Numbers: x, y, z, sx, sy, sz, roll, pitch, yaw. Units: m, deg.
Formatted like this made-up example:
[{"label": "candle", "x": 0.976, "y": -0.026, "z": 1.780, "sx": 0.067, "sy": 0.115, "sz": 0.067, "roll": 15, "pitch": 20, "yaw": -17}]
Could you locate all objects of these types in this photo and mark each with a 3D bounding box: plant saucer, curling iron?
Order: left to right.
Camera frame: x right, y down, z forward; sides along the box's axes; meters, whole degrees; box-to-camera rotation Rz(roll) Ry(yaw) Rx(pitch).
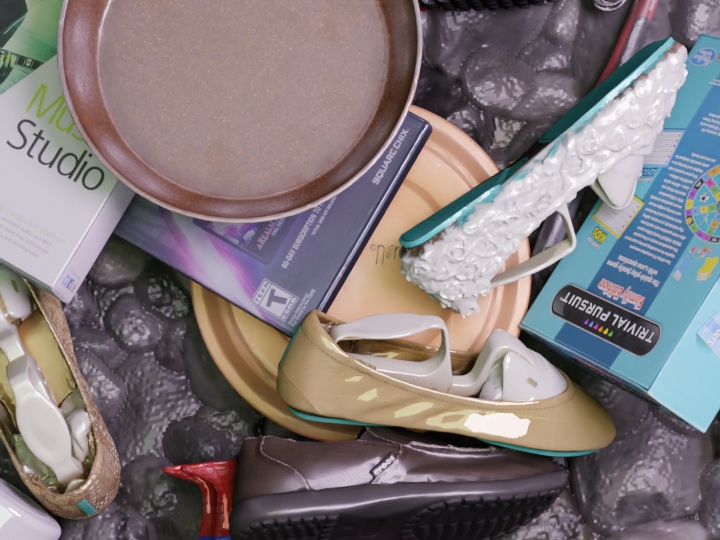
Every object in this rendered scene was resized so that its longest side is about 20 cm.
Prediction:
[{"label": "plant saucer", "x": -0.065, "y": -0.121, "z": 1.209, "sx": 0.198, "sy": 0.035, "sz": 0.202, "roll": 0, "pitch": 79, "yaw": 2}, {"label": "plant saucer", "x": 0.000, "y": 0.000, "z": 1.271, "sx": 0.198, "sy": 0.032, "sz": 0.203, "roll": 0, "pitch": 87, "yaw": 0}, {"label": "curling iron", "x": 0.133, "y": -0.101, "z": 1.278, "sx": 0.049, "sy": 0.026, "sz": 0.202, "roll": 15, "pitch": 87, "yaw": 5}]

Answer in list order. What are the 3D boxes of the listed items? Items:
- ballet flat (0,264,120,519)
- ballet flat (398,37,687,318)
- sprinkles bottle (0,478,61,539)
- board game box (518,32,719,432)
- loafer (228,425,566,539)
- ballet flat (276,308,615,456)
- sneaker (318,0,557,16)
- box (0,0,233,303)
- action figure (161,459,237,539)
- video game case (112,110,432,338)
[{"label": "ballet flat", "x": -0.194, "y": 0.048, "z": 1.254, "sx": 0.070, "sy": 0.065, "sz": 0.201, "roll": -30, "pitch": 87, "yaw": -3}, {"label": "ballet flat", "x": 0.111, "y": -0.047, "z": 1.232, "sx": 0.199, "sy": 0.072, "sz": 0.072, "roll": -38, "pitch": 87, "yaw": 2}, {"label": "sprinkles bottle", "x": -0.250, "y": 0.209, "z": 1.244, "sx": 0.068, "sy": 0.068, "sz": 0.201, "roll": 34, "pitch": 88, "yaw": 2}, {"label": "board game box", "x": 0.188, "y": -0.026, "z": 1.210, "sx": 0.047, "sy": 0.151, "sz": 0.201, "roll": 33, "pitch": 88, "yaw": -26}, {"label": "loafer", "x": 0.021, "y": 0.111, "z": 1.230, "sx": 0.198, "sy": 0.073, "sz": 0.072, "roll": -1, "pitch": 61, "yaw": -21}, {"label": "ballet flat", "x": 0.054, "y": 0.060, "z": 1.214, "sx": 0.198, "sy": 0.069, "sz": 0.064, "roll": 7, "pitch": 115, "yaw": -16}, {"label": "sneaker", "x": 0.042, "y": -0.194, "z": 1.256, "sx": 0.198, "sy": 0.070, "sz": 0.094, "roll": -6, "pitch": 87, "yaw": 10}, {"label": "box", "x": -0.175, "y": -0.102, "z": 1.251, "sx": 0.143, "sy": 0.036, "sz": 0.201, "roll": 27, "pitch": 79, "yaw": 15}, {"label": "action figure", "x": -0.087, "y": 0.210, "z": 1.246, "sx": 0.051, "sy": 0.065, "sz": 0.202, "roll": -5, "pitch": 85, "yaw": -25}, {"label": "video game case", "x": -0.079, "y": -0.067, "z": 1.258, "sx": 0.199, "sy": 0.019, "sz": 0.144, "roll": 29, "pitch": 84, "yaw": 14}]
